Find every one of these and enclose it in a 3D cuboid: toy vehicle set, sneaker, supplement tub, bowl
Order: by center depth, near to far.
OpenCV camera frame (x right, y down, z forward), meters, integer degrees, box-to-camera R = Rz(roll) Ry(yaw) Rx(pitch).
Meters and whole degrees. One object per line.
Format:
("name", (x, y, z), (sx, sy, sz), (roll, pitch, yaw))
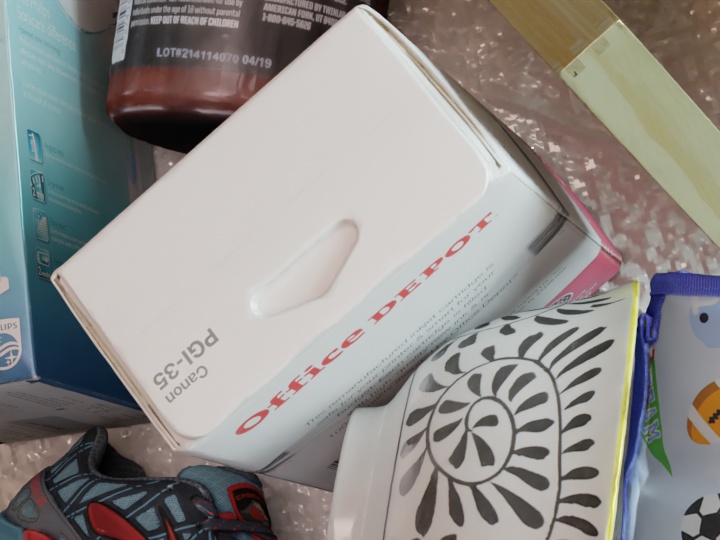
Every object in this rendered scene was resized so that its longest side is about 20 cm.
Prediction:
("bowl", (0.038, 0.096, 0.853), (0.094, 0.201, 0.201), (8, 83, 4))
("toy vehicle set", (0.068, -0.091, 0.878), (0.027, 0.124, 0.200), (-43, 41, 6))
("sneaker", (-0.062, 0.115, 0.931), (0.200, 0.079, 0.096), (25, 70, 36))
("supplement tub", (-0.035, -0.146, 0.973), (0.107, 0.107, 0.200), (6, 82, 18))

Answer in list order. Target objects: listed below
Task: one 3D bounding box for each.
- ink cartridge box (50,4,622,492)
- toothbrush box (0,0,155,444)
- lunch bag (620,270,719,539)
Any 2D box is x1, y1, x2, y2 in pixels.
("ink cartridge box", (0.000, 0.000, 0.888), (0.146, 0.200, 0.083), (-41, 72, 7))
("toothbrush box", (-0.142, -0.041, 0.966), (0.085, 0.146, 0.200), (-8, 80, 15))
("lunch bag", (0.190, 0.089, 0.859), (0.200, 0.124, 0.170), (4, 83, 10))
